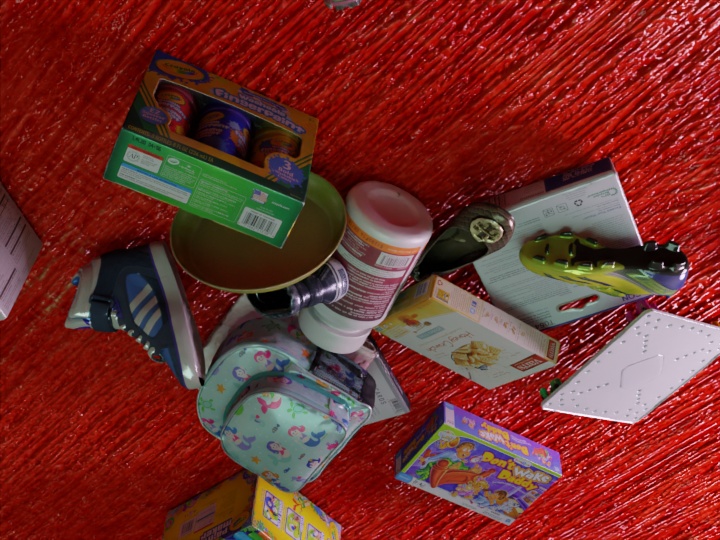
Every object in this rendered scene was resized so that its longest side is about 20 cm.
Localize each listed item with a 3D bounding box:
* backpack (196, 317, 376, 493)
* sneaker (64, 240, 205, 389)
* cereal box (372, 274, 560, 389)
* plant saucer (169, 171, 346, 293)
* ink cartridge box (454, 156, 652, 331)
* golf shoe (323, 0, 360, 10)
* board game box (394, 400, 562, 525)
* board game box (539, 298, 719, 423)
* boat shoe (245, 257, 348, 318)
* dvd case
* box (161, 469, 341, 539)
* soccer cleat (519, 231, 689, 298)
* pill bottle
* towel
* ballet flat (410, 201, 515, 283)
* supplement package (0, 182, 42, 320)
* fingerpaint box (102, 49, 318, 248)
[{"bbox_3d":[-0.102,0.165,1.303,0.200,0.151,0.178,37,117,-6],"label":"backpack"},{"bbox_3d":[-0.281,0.070,1.271,0.146,0.200,0.081,-19,164,-2],"label":"sneaker"},{"bbox_3d":[0.131,0.082,1.314,0.200,0.040,0.144,28,150,-20],"label":"cereal box"},{"bbox_3d":[-0.113,-0.043,1.171,0.199,0.200,0.031,-3,137,5],"label":"plant saucer"},{"bbox_3d":[0.240,-0.022,1.266,0.196,0.043,0.200,-19,128,16],"label":"ink cartridge box"},{"bbox_3d":[0.038,-0.330,1.018,0.200,0.073,0.092,-18,123,16],"label":"golf shoe"},{"bbox_3d":[0.168,0.281,1.500,0.200,0.045,0.135,25,125,-16],"label":"board game box"},{"bbox_3d":[0.356,0.121,1.334,0.200,0.026,0.200,14,131,-37],"label":"board game box"},{"bbox_3d":[-0.114,0.006,1.220,0.200,0.091,0.071,9,111,44],"label":"boat shoe"},{"bbox_3d":[-0.051,0.166,1.436,0.200,0.025,0.150,-18,124,16],"label":"dvd case"},{"bbox_3d":[-0.167,0.423,1.580,0.200,0.122,0.193,-32,121,25],"label":"box"},{"bbox_3d":[0.283,0.003,1.220,0.200,0.065,0.084,4,136,-2],"label":"soccer cleat"},{"bbox_3d":[0.000,0.000,1.251,0.109,0.110,0.200,19,126,-12],"label":"pill bottle"},{"bbox_3d":[-0.110,0.123,1.376,0.191,0.032,0.200,35,117,-10],"label":"towel"},{"bbox_3d":[0.110,-0.026,1.211,0.067,0.046,0.200,43,149,-11],"label":"ballet flat"},{"bbox_3d":[-0.506,-0.045,1.216,0.151,0.151,0.200,-15,125,15],"label":"supplement package"},{"bbox_3d":[-0.153,-0.134,1.119,0.200,0.167,0.073,22,127,-13],"label":"fingerpaint box"}]
